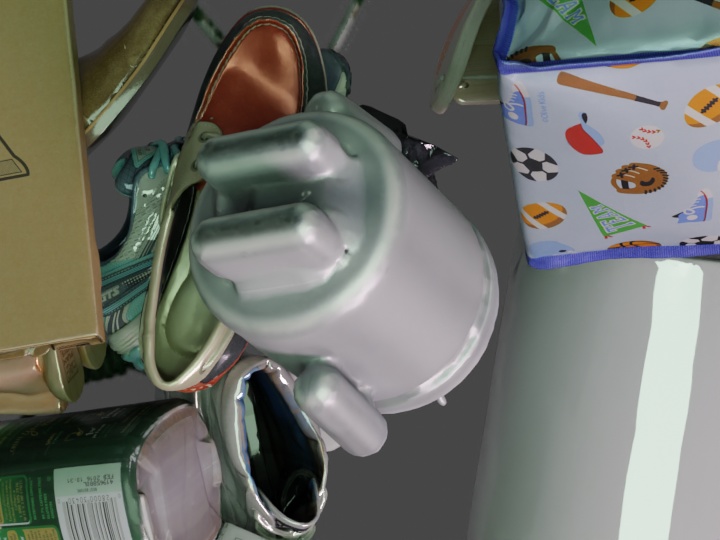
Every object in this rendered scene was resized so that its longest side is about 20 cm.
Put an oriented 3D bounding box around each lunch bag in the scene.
[{"bbox_3d":[0.168,-0.094,0.997,0.199,0.170,0.124,-3,59,10],"label":"lunch bag"}]

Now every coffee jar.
[{"bbox_3d":[-0.179,0.121,1.096,0.199,0.104,0.086,-7,101,21],"label":"coffee jar"}]

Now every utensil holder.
[{"bbox_3d":[0.146,0.081,1.132,0.169,0.170,0.201,6,97,-9],"label":"utensil holder"}]

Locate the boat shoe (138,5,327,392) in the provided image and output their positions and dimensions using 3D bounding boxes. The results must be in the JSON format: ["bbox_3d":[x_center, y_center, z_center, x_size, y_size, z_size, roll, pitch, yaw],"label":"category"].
[{"bbox_3d":[-0.067,-0.035,1.063,0.071,0.063,0.201,18,95,10],"label":"boat shoe"}]

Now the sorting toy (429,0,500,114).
[{"bbox_3d":[0.142,-0.157,1.069,0.199,0.180,0.107,-2,75,-8],"label":"sorting toy"}]

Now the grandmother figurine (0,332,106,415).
[{"bbox_3d":[-0.240,0.054,1.103,0.199,0.121,0.061,-8,102,15],"label":"grandmother figurine"}]

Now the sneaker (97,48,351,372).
[{"bbox_3d":[-0.084,-0.045,1.123,0.086,0.078,0.200,38,93,-9],"label":"sneaker"}]

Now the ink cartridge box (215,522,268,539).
[{"bbox_3d":[-0.004,0.223,1.115,0.199,0.050,0.109,23,119,0],"label":"ink cartridge box"}]

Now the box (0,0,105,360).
[{"bbox_3d":[-0.217,-0.047,1.069,0.163,0.021,0.201,-10,73,7],"label":"box"}]

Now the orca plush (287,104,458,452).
[{"bbox_3d":[0.000,0.000,1.145,0.105,0.071,0.201,3,120,2],"label":"orca plush"}]

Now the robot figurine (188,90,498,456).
[{"bbox_3d":[-0.005,-0.001,1.006,0.112,0.200,0.170,-5,65,26],"label":"robot figurine"}]

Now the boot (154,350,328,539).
[{"bbox_3d":[-0.053,0.137,1.142,0.073,0.095,0.201,-23,104,-26],"label":"boot"}]

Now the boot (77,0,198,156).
[{"bbox_3d":[-0.169,-0.084,1.110,0.075,0.074,0.200,45,94,-3],"label":"boot"}]
